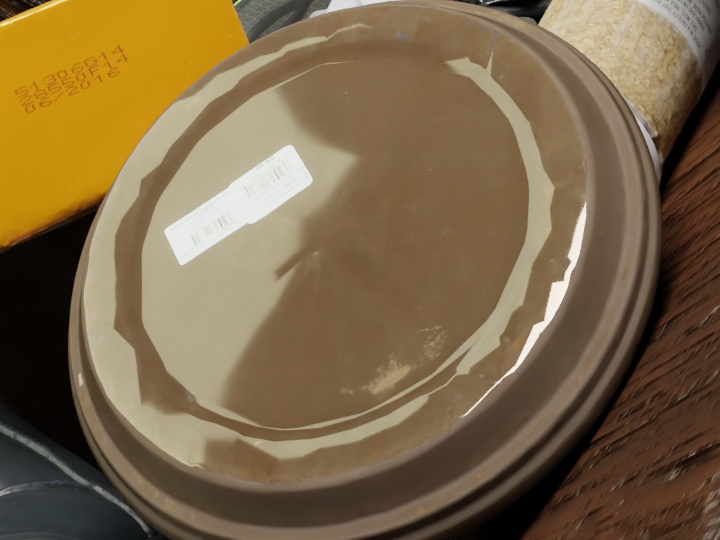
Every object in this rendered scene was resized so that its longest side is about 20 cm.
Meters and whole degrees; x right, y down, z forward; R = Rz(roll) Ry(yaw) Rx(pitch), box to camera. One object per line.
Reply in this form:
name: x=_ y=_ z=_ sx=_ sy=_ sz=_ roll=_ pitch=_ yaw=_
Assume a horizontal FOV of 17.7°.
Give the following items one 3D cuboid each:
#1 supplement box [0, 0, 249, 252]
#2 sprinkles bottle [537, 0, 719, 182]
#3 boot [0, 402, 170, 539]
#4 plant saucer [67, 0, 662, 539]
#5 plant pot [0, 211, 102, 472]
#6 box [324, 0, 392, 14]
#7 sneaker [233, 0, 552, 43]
supplement box: x=-0.121 y=-0.054 z=0.871 sx=0.125 sy=0.074 sz=0.200 roll=-25 pitch=6 yaw=-16
sprinkles bottle: x=0.103 y=-0.091 z=0.843 sx=0.201 sy=0.068 sz=0.068 roll=-59 pitch=5 yaw=-37
boot: x=-0.149 y=0.096 z=0.810 sx=0.200 sy=0.167 sz=0.077 roll=-3 pitch=-69 yaw=-56
plant saucer: x=-0.006 y=-0.004 z=0.713 sx=0.201 sy=0.199 sz=0.029 roll=-57 pitch=-35 yaw=-14
plant pot: x=-0.138 y=0.107 z=1.011 sx=0.186 sy=0.201 sz=0.187 roll=-32 pitch=-4 yaw=-2
box: x=0.000 y=0.000 z=0.862 sx=0.200 sy=0.060 sz=0.117 roll=92 pitch=-159 yaw=-59
sneaker: x=0.031 y=-0.086 z=0.918 sx=0.084 sy=0.198 sz=0.077 roll=-161 pitch=64 yaw=-75
